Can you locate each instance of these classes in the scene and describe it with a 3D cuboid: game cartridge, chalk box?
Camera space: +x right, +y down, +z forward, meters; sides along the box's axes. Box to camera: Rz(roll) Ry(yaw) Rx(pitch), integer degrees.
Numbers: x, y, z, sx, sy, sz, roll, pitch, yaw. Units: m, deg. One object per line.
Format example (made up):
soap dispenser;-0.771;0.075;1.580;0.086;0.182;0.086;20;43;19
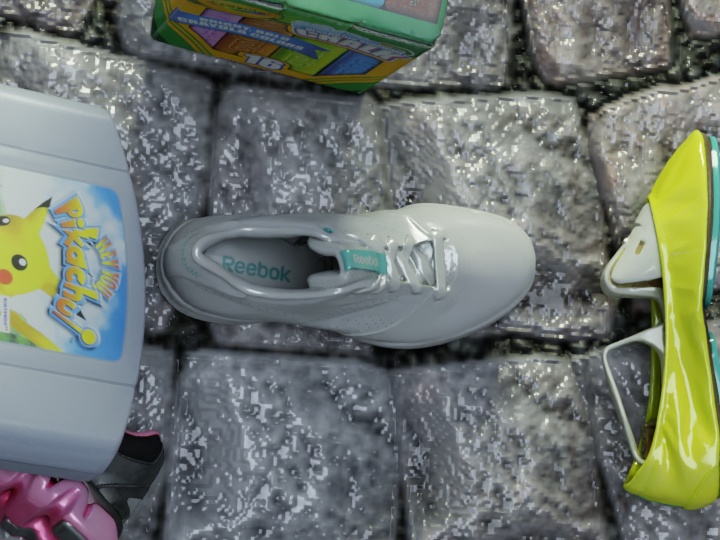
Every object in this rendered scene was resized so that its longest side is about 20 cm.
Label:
game cartridge;-0.169;0.000;1.265;0.133;0.040;0.201;13;60;-33
chalk box;-0.020;-0.173;1.277;0.123;0.200;0.125;14;81;-11

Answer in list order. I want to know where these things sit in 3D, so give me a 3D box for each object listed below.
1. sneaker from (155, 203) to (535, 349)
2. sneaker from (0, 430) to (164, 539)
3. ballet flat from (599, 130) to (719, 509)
sneaker;0.000;0.000;1.322;0.199;0.088;0.076;-2;83;-13
sneaker;-0.179;0.057;1.291;0.200;0.079;0.095;44;61;-9
ballet flat;0.160;0.026;1.371;0.067;0.067;0.201;-2;86;0
